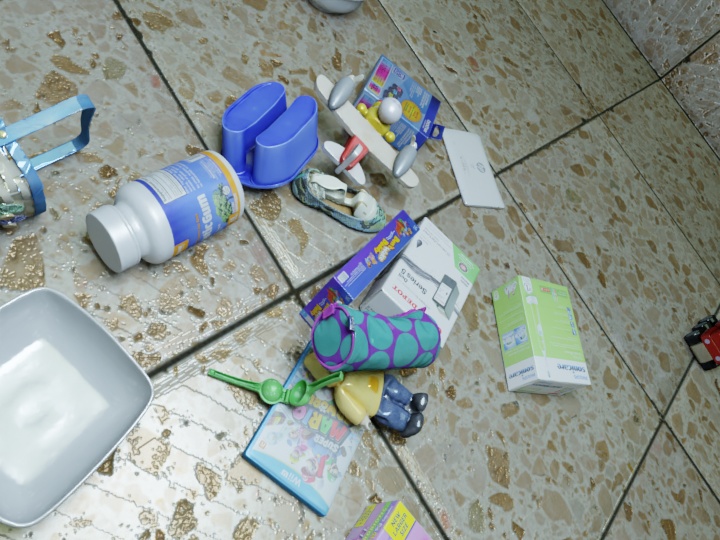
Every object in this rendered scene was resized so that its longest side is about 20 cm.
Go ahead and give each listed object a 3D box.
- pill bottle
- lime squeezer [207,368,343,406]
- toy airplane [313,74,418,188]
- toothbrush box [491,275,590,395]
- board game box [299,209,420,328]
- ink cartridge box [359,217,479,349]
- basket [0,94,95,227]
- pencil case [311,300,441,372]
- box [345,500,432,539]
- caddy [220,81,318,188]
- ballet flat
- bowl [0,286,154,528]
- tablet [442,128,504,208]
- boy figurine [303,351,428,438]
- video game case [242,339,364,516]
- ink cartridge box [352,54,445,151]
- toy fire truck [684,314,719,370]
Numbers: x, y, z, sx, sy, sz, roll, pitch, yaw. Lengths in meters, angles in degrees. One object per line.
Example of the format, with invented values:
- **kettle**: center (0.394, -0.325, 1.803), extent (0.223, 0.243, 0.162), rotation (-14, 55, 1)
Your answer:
- **pill bottle**: center (-0.267, -0.080, 0.733), extent (0.113, 0.112, 0.199), rotation (50, 51, 2)
- **lime squeezer**: center (-0.110, 0.161, 0.719), extent (0.193, 0.071, 0.039), rotation (-1, 66, 16)
- **toy airplane**: center (0.017, -0.252, 0.949), extent (0.196, 0.140, 0.205), rotation (7, 57, -46)
- **toothbrush box**: center (0.351, 0.129, 1.035), extent (0.142, 0.086, 0.206), rotation (10, 60, -28)
- **board game box**: center (0.000, 0.000, 0.847), extent (0.045, 0.134, 0.200), rotation (45, 51, -1)
- **ink cartridge box**: center (0.108, 0.032, 0.931), extent (0.145, 0.084, 0.202), rotation (41, 51, -7)
- **basket**: center (-0.418, -0.138, 0.635), extent (0.199, 0.175, 0.141), rotation (-41, 104, -26)
- **pencil case**: center (0.028, 0.095, 0.754), extent (0.196, 0.084, 0.096), rotation (9, 71, -44)
- **box**: center (0.046, 0.441, 0.668), extent (0.201, 0.097, 0.176), rotation (49, 51, 0)
- **caddy**: center (-0.151, -0.222, 0.891), extent (0.138, 0.107, 0.202), rotation (24, 51, 11)
- **ballet flat**: center (-0.027, -0.125, 0.939), extent (0.195, 0.074, 0.076), rotation (17, 57, -24)
- **bowl**: center (-0.358, 0.147, 0.579), extent (0.200, 0.074, 0.201), rotation (45, 50, -5)
- **tablet**: center (0.260, -0.236, 1.216), extent (0.127, 0.014, 0.206), rotation (0, 66, -33)
- **boy figurine**: center (0.008, 0.167, 0.788), extent (0.197, 0.064, 0.127), rotation (35, 55, -15)
- **video game case**: center (-0.062, 0.220, 0.766), extent (0.142, 0.018, 0.202), rotation (39, 51, -10)
- **ink cartridge box**: center (0.089, -0.339, 1.123), extent (0.197, 0.076, 0.139), rotation (34, 52, -15)
- **toy fire truck**: center (0.967, 0.170, 1.334), extent (0.173, 0.200, 0.131), rotation (-20, 75, -38)
